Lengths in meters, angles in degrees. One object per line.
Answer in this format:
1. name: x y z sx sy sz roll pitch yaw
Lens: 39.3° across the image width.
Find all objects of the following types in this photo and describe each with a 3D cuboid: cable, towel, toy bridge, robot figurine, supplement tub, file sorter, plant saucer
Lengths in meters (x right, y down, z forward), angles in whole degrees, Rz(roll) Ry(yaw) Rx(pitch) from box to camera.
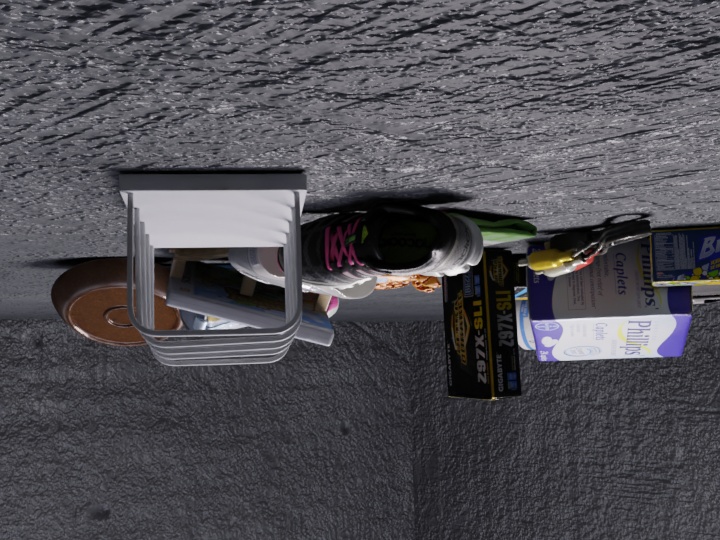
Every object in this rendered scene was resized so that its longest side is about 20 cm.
1. cable: 0.272 -0.022 1.144 0.097 0.050 0.200 0 176 -27
2. towel: 0.068 -0.038 1.086 0.149 0.031 0.200 0 173 -44
3. toy bridge: -0.128 -0.002 1.194 0.200 0.027 0.067 14 132 -10
4. robot figurine: 0.000 0.000 1.273 0.200 0.058 0.145 -2 174 -1
5. supplement tub: 0.458 0.112 2.286 0.200 0.132 0.132 -6 174 32
6. file sorter: -0.118 0.006 0.833 0.138 0.125 0.200 -1 169 -7
7. plant saucer: -0.327 0.053 1.397 0.200 0.035 0.200 -3 146 -2

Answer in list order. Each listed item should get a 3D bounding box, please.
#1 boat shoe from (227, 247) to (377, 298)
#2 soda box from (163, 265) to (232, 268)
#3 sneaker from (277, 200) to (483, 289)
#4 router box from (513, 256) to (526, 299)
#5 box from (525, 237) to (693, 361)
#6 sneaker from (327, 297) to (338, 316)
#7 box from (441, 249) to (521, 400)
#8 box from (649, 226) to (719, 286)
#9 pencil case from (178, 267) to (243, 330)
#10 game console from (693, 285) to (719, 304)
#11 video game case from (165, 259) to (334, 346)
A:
1. boat shoe: -0.063 -0.005 1.144 0.068 0.072 0.200 -1 178 42
2. soda box: -0.237 0.026 1.475 0.200 0.064 0.068 0 175 -6
3. sneaker: 0.008 -0.026 0.929 0.199 0.074 0.087 -2 169 20
4. router box: 0.274 0.012 1.519 0.149 0.051 0.200 -2 173 2
5. box: 0.324 0.043 1.325 0.200 0.105 0.184 -4 158 12
6. sneaker: -0.091 0.045 1.702 0.088 0.082 0.200 1 -177 -37
7. box: 0.164 0.078 1.404 0.049 0.200 0.160 -1 176 -18
8. box: 0.441 -0.018 1.173 0.200 0.064 0.070 -2 175 15
9. pencil case: -0.150 0.039 1.389 0.200 0.091 0.083 -5 153 -35
10. game console: 0.540 -0.013 1.524 0.200 0.117 0.176 -3 -155 26
11. video game case: -0.138 0.034 1.248 0.200 0.022 0.182 15 -169 -12
